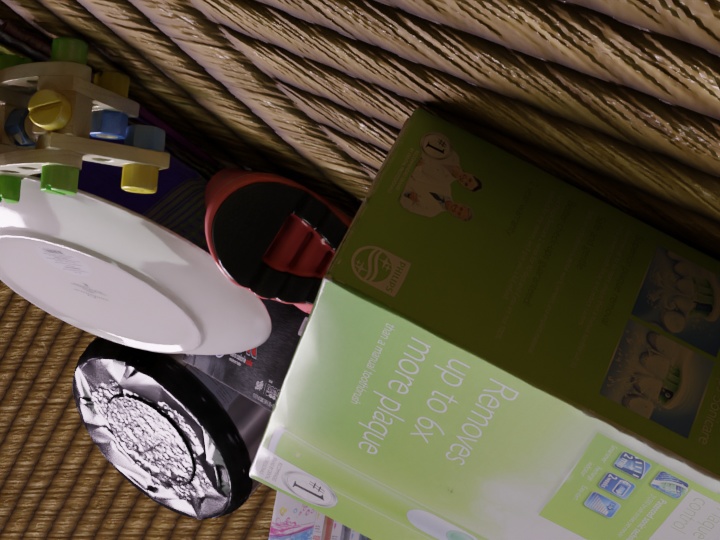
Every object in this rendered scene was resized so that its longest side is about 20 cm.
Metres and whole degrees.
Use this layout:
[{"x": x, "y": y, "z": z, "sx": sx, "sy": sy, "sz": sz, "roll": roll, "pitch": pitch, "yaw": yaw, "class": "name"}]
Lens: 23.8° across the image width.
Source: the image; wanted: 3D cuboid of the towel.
[{"x": -0.162, "y": -0.051, "z": 0.939, "sx": 0.199, "sy": 0.023, "sz": 0.143, "roll": 33, "pitch": 134, "yaw": -28, "class": "towel"}]

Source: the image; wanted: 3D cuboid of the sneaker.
[{"x": 0.000, "y": 0.000, "z": 0.912, "sx": 0.199, "sy": 0.074, "sz": 0.087, "roll": 34, "pitch": -173, "yaw": -24, "class": "sneaker"}]

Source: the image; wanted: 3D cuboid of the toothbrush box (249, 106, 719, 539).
[{"x": 0.074, "y": 0.055, "z": 0.609, "sx": 0.198, "sy": 0.087, "sz": 0.146, "roll": 26, "pitch": 145, "yaw": 1, "class": "toothbrush box"}]

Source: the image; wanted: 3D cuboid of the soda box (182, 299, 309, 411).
[{"x": -0.039, "y": 0.052, "z": 1.029, "sx": 0.070, "sy": 0.064, "sz": 0.200, "roll": 19, "pitch": 180, "yaw": -24, "class": "soda box"}]

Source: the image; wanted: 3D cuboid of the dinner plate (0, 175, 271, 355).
[{"x": -0.144, "y": 0.005, "z": 0.943, "sx": 0.198, "sy": 0.024, "sz": 0.201, "roll": 18, "pitch": 157, "yaw": 8, "class": "dinner plate"}]

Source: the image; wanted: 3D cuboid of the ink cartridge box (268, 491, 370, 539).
[{"x": 0.038, "y": 0.172, "z": 1.104, "sx": 0.144, "sy": 0.202, "sz": 0.145, "roll": 7, "pitch": 175, "yaw": 44, "class": "ink cartridge box"}]

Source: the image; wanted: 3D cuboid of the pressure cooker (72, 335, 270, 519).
[{"x": -0.104, "y": 0.075, "z": 1.346, "sx": 0.177, "sy": 0.200, "sz": 0.177, "roll": 11, "pitch": 133, "yaw": 37, "class": "pressure cooker"}]

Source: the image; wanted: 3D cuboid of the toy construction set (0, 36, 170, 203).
[{"x": -0.192, "y": -0.085, "z": 0.784, "sx": 0.130, "sy": 0.093, "sz": 0.200, "roll": 2, "pitch": 160, "yaw": 35, "class": "toy construction set"}]
